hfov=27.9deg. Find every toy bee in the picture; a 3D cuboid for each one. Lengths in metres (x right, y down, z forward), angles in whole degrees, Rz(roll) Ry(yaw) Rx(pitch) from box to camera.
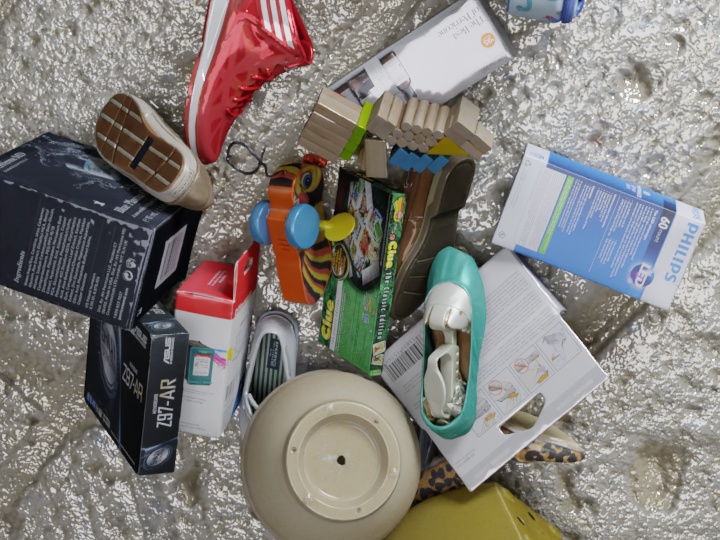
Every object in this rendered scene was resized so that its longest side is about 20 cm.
[{"bbox_3d":[-0.060,-0.069,1.542,0.130,0.109,0.201,25,139,21],"label":"toy bee"}]

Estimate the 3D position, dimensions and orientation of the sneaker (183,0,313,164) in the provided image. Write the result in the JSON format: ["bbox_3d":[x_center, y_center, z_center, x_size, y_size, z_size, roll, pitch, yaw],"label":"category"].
[{"bbox_3d":[-0.115,-0.199,1.523,0.114,0.078,0.202,14,109,7],"label":"sneaker"}]

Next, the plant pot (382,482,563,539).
[{"bbox_3d":[0.129,0.351,1.563,0.200,0.195,0.195,-44,118,12],"label":"plant pot"}]

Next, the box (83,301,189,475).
[{"bbox_3d":[-0.247,0.107,1.580,0.043,0.200,0.162,-2,111,-28],"label":"box"}]

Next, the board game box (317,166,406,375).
[{"bbox_3d":[0.000,0.000,1.556,0.104,0.023,0.202,29,118,48],"label":"board game box"}]

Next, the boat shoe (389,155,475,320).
[{"bbox_3d":[0.060,-0.047,1.546,0.068,0.072,0.202,35,114,32],"label":"boat shoe"}]

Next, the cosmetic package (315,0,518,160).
[{"bbox_3d":[0.058,-0.203,1.504,0.199,0.051,0.083,-32,100,17],"label":"cosmetic package"}]

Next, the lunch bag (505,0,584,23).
[{"bbox_3d":[0.189,-0.340,1.382,0.081,0.161,0.202,10,107,6],"label":"lunch bag"}]

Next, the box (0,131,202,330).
[{"bbox_3d":[-0.290,-0.047,1.534,0.198,0.197,0.119,18,108,4],"label":"box"}]

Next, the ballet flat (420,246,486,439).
[{"bbox_3d":[0.093,0.076,1.505,0.067,0.070,0.203,0,89,22],"label":"ballet flat"}]

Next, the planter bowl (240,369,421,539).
[{"bbox_3d":[-0.025,0.201,1.521,0.198,0.135,0.203,1,83,-7],"label":"planter bowl"}]

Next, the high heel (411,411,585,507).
[{"bbox_3d":[0.146,0.226,1.600,0.198,0.071,0.144,13,103,23],"label":"high heel"}]

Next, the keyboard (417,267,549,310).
[{"bbox_3d":[0.104,0.021,1.584,0.197,0.011,0.057,9,108,7],"label":"keyboard"}]

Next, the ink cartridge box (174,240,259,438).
[{"bbox_3d":[-0.162,0.066,1.588,0.066,0.116,0.202,10,108,6],"label":"ink cartridge box"}]

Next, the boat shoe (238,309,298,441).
[{"bbox_3d":[-0.107,0.146,1.628,0.073,0.067,0.202,3,107,9],"label":"boat shoe"}]

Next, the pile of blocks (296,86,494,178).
[{"bbox_3d":[0.038,-0.143,1.473,0.197,0.062,0.083,8,130,8],"label":"pile of blocks"}]

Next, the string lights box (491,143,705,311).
[{"bbox_3d":[0.247,-0.046,1.513,0.198,0.059,0.104,22,109,3],"label":"string lights box"}]

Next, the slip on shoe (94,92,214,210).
[{"bbox_3d":[-0.217,-0.123,1.530,0.060,0.200,0.076,33,93,-44],"label":"slip on shoe"}]

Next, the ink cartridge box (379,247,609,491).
[{"bbox_3d":[0.140,0.104,1.549,0.200,0.045,0.177,-41,78,15],"label":"ink cartridge box"}]
